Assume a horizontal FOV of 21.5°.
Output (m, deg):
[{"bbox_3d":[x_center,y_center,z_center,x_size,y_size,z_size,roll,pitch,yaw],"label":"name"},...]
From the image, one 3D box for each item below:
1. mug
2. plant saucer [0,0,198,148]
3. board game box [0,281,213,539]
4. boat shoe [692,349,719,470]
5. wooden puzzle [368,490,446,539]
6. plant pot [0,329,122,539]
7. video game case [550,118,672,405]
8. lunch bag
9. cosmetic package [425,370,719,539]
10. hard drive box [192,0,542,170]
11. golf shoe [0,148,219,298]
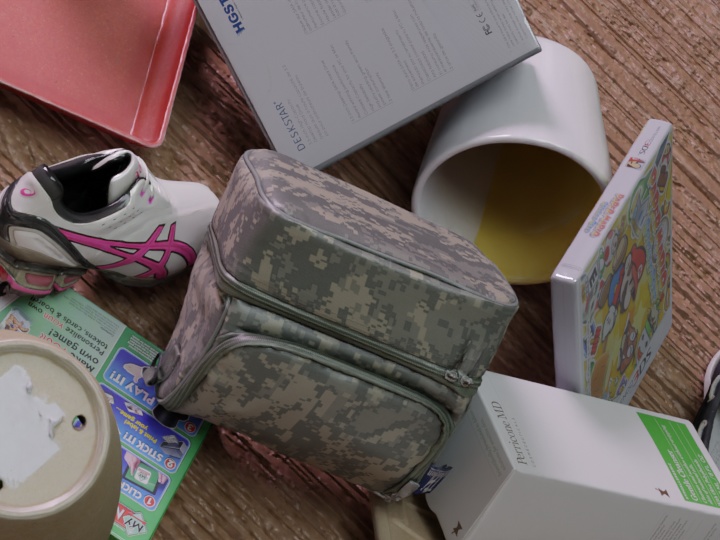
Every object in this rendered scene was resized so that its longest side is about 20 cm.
[{"bbox_3d":[0.119,-0.082,1.427,0.149,0.187,0.154,2,47,7],"label":"mug"},{"bbox_3d":[-0.215,-0.192,1.331,0.199,0.037,0.201,23,53,-18],"label":"plant saucer"},{"bbox_3d":[-0.195,0.077,1.194,0.200,0.029,0.135,35,52,-9],"label":"board game box"},{"bbox_3d":[0.289,0.108,1.444,0.074,0.060,0.200,45,50,0],"label":"boat shoe"},{"bbox_3d":[0.088,0.220,1.229,0.185,0.046,0.200,23,24,-13],"label":"wooden puzzle"},{"bbox_3d":[-0.206,0.107,1.037,0.186,0.200,0.188,6,72,-20],"label":"plant pot"},{"bbox_3d":[0.184,0.023,1.360,0.023,0.201,0.182,14,46,24],"label":"video game case"},{"bbox_3d":[-0.018,0.043,1.206,0.199,0.168,0.139,22,16,-18],"label":"lunch bag"},{"bbox_3d":[0.145,0.145,1.280,0.199,0.085,0.108,15,32,-31],"label":"cosmetic package"},{"bbox_3d":[0.002,-0.175,1.334,0.199,0.077,0.156,-27,96,1],"label":"hard drive box"},{"bbox_3d":[-0.152,-0.037,1.227,0.200,0.092,0.073,-12,58,-52],"label":"golf shoe"}]
